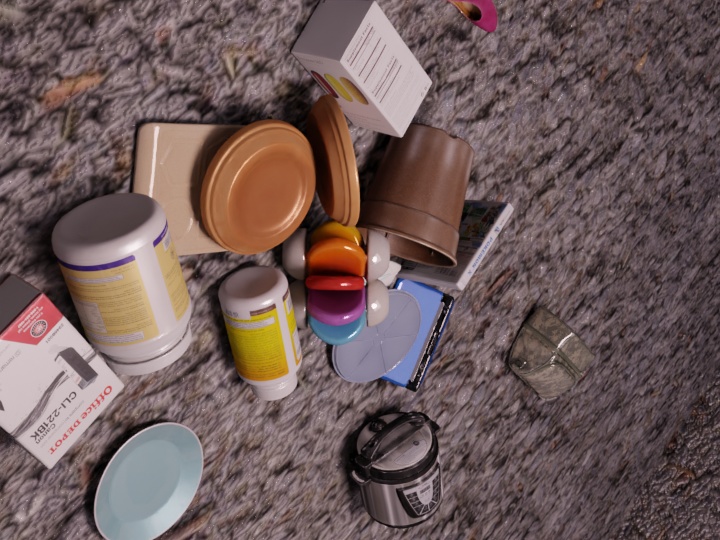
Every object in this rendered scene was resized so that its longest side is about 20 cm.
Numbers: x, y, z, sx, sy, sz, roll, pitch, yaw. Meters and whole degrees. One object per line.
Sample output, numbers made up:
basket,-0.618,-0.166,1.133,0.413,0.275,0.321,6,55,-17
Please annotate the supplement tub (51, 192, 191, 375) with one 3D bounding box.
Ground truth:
supplement tub,-0.301,0.018,1.169,0.145,0.144,0.203,-35,131,-34

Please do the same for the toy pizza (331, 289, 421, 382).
toy pizza,0.027,0.118,1.665,0.198,0.032,0.203,-22,131,-26

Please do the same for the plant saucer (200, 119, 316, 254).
plant saucer,-0.137,-0.113,1.297,0.199,0.037,0.203,-26,131,-34

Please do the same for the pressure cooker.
pressure cooker,0.071,0.376,1.756,0.177,0.175,0.203,-75,160,-55

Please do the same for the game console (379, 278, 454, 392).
game console,0.099,0.125,1.795,0.171,0.117,0.203,32,81,-82

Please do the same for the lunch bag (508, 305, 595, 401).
lunch bag,0.450,0.210,2.167,0.168,0.139,0.200,-48,140,1

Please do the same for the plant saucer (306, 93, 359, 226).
plant saucer,-0.046,-0.163,1.370,0.037,0.201,0.203,-12,121,-11

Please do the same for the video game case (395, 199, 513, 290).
video game case,0.164,-0.053,1.649,0.022,0.199,0.183,44,72,-30

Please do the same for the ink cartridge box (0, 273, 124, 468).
ink cartridge box,-0.413,0.130,1.135,0.145,0.083,0.201,-50,139,-22

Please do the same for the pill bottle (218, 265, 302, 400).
pill bottle,-0.152,0.102,1.413,0.109,0.108,0.203,-34,130,-35

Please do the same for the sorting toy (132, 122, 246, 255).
sorting toy,-0.235,-0.115,1.280,0.198,0.036,0.188,-6,111,-44

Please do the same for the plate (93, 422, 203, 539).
plate,-0.325,0.322,1.377,0.199,0.025,0.203,-25,125,-41

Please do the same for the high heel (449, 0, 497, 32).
high heel,0.170,-0.456,1.567,0.200,0.067,0.097,41,69,-47

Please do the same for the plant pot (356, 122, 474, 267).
plant pot,0.098,-0.132,1.553,0.199,0.198,0.201,28,76,-51

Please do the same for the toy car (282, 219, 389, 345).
toy car,-0.038,0.028,1.440,0.172,0.151,0.203,0,115,-2

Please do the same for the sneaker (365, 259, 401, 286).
sneaker,0.000,0.000,1.580,0.199,0.070,0.081,24,91,-52

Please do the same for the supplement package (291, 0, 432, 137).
supplement package,0.005,-0.316,1.403,0.200,0.113,0.111,42,74,-49

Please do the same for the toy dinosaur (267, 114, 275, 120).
toy dinosaur,-0.123,-0.147,1.369,0.088,0.047,0.203,-41,146,-56
